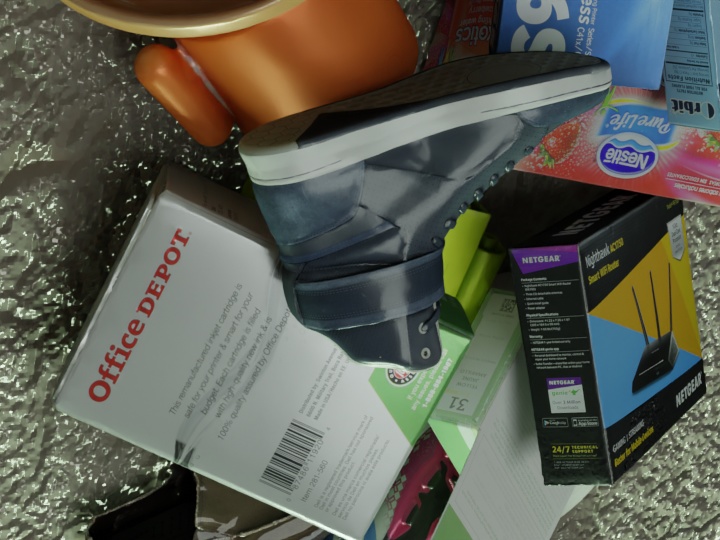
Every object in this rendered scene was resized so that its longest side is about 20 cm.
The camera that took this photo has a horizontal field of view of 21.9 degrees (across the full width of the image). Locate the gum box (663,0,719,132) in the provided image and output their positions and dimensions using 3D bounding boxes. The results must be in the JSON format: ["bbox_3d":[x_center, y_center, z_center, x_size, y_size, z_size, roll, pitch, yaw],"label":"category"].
[{"bbox_3d":[0.241,-0.203,1.092,0.170,0.044,0.201,-25,116,-35],"label":"gum box"}]

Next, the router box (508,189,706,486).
[{"bbox_3d":[0.161,0.036,1.181,0.200,0.051,0.150,-28,110,-60],"label":"router box"}]

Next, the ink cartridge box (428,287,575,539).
[{"bbox_3d":[0.082,0.134,1.168,0.200,0.048,0.146,-60,142,-25],"label":"ink cartridge box"}]

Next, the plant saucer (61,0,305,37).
[{"bbox_3d":[-0.079,-0.198,0.926,0.200,0.200,0.037,-36,155,-9],"label":"plant saucer"}]

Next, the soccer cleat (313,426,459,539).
[{"bbox_3d":[0.009,0.159,1.199,0.200,0.086,0.070,-52,138,-24],"label":"soccer cleat"}]

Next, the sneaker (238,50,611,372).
[{"bbox_3d":[0.048,-0.030,0.991,0.202,0.077,0.147,-18,109,-9],"label":"sneaker"}]

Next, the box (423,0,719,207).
[{"bbox_3d":[0.147,-0.111,1.154,0.200,0.103,0.095,7,111,-35],"label":"box"}]

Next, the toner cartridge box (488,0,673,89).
[{"bbox_3d":[0.127,-0.201,0.998,0.095,0.043,0.201,4,113,-3],"label":"toner cartridge box"}]

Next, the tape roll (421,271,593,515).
[{"bbox_3d":[0.100,0.096,1.278,0.202,0.037,0.203,-13,121,-23],"label":"tape roll"}]

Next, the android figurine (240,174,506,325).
[{"bbox_3d":[0.000,0.000,1.148,0.182,0.041,0.200,13,111,-25],"label":"android figurine"}]

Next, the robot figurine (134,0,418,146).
[{"bbox_3d":[-0.043,-0.144,1.014,0.143,0.117,0.200,-18,132,21],"label":"robot figurine"}]

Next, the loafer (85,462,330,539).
[{"bbox_3d":[-0.084,0.147,1.157,0.200,0.073,0.071,-30,139,-9],"label":"loafer"}]

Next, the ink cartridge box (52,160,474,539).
[{"bbox_3d":[-0.058,0.046,1.078,0.200,0.084,0.146,26,104,-11],"label":"ink cartridge box"}]
